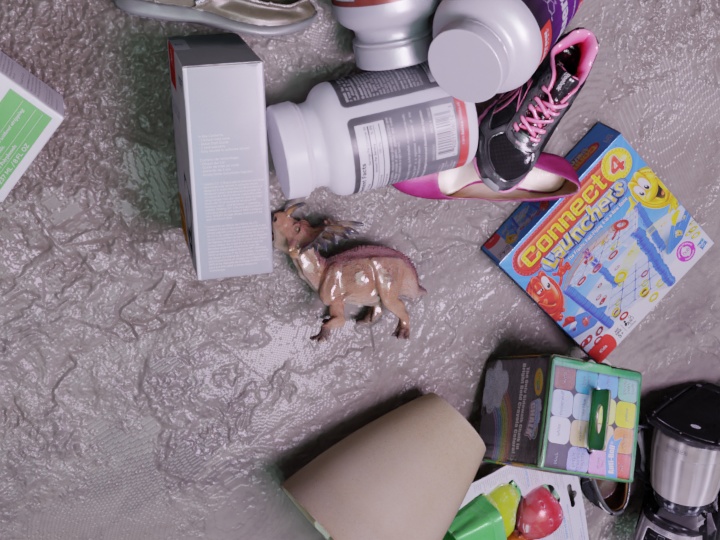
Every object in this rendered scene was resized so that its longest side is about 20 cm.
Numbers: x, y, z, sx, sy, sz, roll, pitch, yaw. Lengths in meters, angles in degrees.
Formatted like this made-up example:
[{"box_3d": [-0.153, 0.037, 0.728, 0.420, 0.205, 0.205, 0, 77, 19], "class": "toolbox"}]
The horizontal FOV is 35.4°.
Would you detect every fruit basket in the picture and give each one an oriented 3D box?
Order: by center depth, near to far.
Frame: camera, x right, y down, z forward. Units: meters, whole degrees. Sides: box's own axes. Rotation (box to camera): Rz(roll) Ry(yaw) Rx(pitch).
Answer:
[{"box_3d": [0.190, 0.315, 1.399, 0.198, 0.093, 0.188, -26, 117, -23], "class": "fruit basket"}]

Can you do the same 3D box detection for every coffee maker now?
[{"box_3d": [0.430, 0.259, 1.405, 0.189, 0.135, 0.203, -8, 117, -23], "class": "coffee maker"}]

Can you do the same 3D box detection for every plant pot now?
[{"box_3d": [0.044, 0.242, 1.277, 0.200, 0.187, 0.188, -43, 116, -12], "class": "plant pot"}]

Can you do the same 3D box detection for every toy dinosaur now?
[{"box_3d": [0.000, 0.000, 1.216, 0.197, 0.086, 0.138, 1, 103, -23], "class": "toy dinosaur"}]

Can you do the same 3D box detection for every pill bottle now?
[{"box_3d": [0.020, -0.303, 1.088, 0.111, 0.112, 0.203, -15, 114, -10], "class": "pill bottle"}, {"box_3d": [0.142, -0.250, 1.095, 0.113, 0.111, 0.201, 58, 47, -26], "class": "pill bottle"}, {"box_3d": [0.010, -0.143, 1.144, 0.197, 0.116, 0.117, -14, 113, -11], "class": "pill bottle"}]

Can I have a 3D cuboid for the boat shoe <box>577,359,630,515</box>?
[{"box_3d": [0.303, 0.205, 1.390, 0.071, 0.068, 0.203, -10, 111, -11], "class": "boat shoe"}]

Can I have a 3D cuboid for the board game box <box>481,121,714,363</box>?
[{"box_3d": [0.275, -0.029, 1.298, 0.195, 0.056, 0.200, 41, 95, -26], "class": "board game box"}]

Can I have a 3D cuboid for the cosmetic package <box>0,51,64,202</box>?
[{"box_3d": [-0.384, -0.169, 1.033, 0.199, 0.085, 0.108, 35, 100, -26], "class": "cosmetic package"}]

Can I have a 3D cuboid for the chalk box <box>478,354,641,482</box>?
[{"box_3d": [0.232, 0.165, 1.262, 0.122, 0.200, 0.126, 12, 81, -20], "class": "chalk box"}]

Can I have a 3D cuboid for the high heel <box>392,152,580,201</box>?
[{"box_3d": [0.134, -0.097, 1.208, 0.197, 0.096, 0.068, 1, 110, -17], "class": "high heel"}]

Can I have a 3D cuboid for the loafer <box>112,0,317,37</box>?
[{"box_3d": [-0.134, -0.269, 1.075, 0.197, 0.075, 0.071, 3, 113, -18], "class": "loafer"}]

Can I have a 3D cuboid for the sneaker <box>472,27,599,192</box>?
[{"box_3d": [0.185, -0.172, 1.162, 0.079, 0.095, 0.201, 34, 72, -10], "class": "sneaker"}]

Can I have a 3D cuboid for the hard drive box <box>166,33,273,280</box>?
[{"box_3d": [-0.136, -0.114, 1.089, 0.076, 0.156, 0.203, -6, 111, -13], "class": "hard drive box"}]
